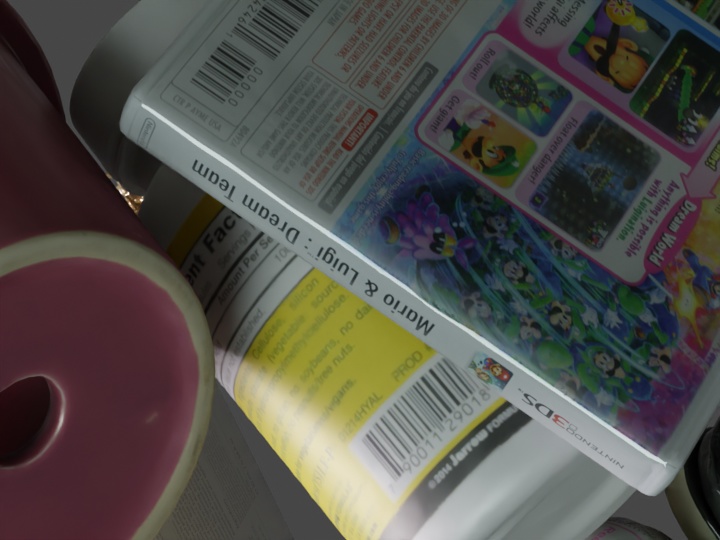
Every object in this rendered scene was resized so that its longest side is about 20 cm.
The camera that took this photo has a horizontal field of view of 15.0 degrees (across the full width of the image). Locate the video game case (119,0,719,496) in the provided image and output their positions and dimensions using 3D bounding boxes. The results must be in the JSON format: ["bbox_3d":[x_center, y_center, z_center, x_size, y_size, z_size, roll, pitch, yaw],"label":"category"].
[{"bbox_3d":[0.056,-0.057,0.802,0.182,0.200,0.024,34,145,3],"label":"video game case"}]

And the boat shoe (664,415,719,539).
[{"bbox_3d":[0.186,0.124,0.920,0.063,0.074,0.202,-33,101,35],"label":"boat shoe"}]

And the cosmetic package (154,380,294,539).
[{"bbox_3d":[-0.075,0.120,0.990,0.051,0.151,0.201,-18,109,21],"label":"cosmetic package"}]

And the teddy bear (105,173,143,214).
[{"bbox_3d":[-0.002,-0.006,0.948,0.200,0.067,0.145,33,115,11],"label":"teddy bear"}]

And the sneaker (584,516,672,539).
[{"bbox_3d":[0.113,0.161,0.892,0.200,0.081,0.088,49,166,-4],"label":"sneaker"}]

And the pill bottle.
[{"bbox_3d":[0.000,0.000,0.843,0.200,0.111,0.111,51,129,19],"label":"pill bottle"}]

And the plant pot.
[{"bbox_3d":[-0.145,0.012,0.795,0.179,0.199,0.201,34,133,42],"label":"plant pot"}]
